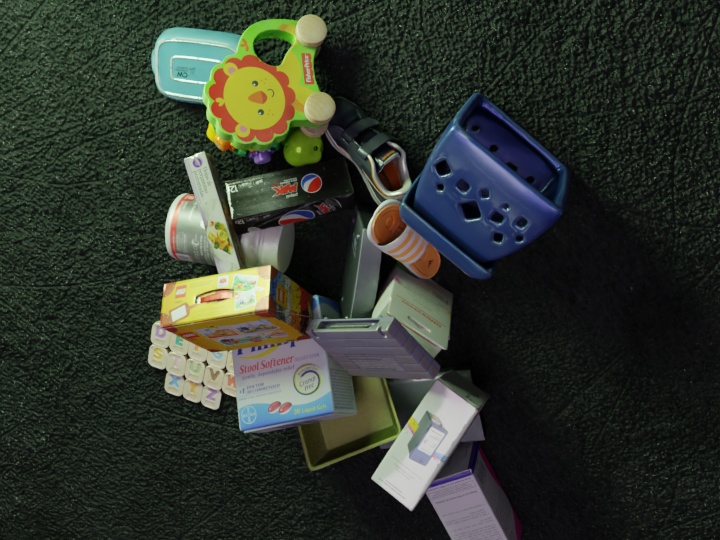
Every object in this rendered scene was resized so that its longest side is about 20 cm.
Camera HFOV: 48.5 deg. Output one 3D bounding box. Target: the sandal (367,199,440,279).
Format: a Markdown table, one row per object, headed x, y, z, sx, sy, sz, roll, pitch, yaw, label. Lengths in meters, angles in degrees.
| x | y | z | sx | sy | sz | roll | pitch | yaw | label |
| --- | --- | --- | --- | --- | --- | --- | --- | --- | --- |
| 0.088 | -0.042 | 1.254 | 0.059 | 0.206 | 0.080 | 23 | 81 | 41 | sandal |

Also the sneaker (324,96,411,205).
| x | y | z | sx | sy | sz | roll | pitch | yaw | label |
| --- | --- | --- | --- | --- | --- | --- | --- | --- | --- |
| 0.016 | -0.193 | 1.247 | 0.078 | 0.079 | 0.201 | -39 | 96 | -20 | sneaker |

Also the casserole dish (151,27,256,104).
| x | y | z | sx | sy | sz | roll | pitch | yaw | label |
| --- | --- | --- | --- | --- | --- | --- | --- | --- | --- |
| -0.258 | -0.328 | 1.305 | 0.198 | 0.039 | 0.122 | 10 | 113 | 12 | casserole dish |

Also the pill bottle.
| x | y | z | sx | sy | sz | roll | pitch | yaw | label |
| --- | --- | --- | --- | --- | --- | --- | --- | --- | --- |
| -0.219 | -0.060 | 1.358 | 0.198 | 0.114 | 0.115 | 10 | 113 | 11 | pill bottle |

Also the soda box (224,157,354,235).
| x | y | z | sx | sy | sz | roll | pitch | yaw | label |
| --- | --- | --- | --- | --- | --- | --- | --- | --- | --- |
| -0.112 | -0.119 | 1.282 | 0.198 | 0.063 | 0.071 | -13 | 70 | -4 | soda box |

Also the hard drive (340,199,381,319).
| x | y | z | sx | sy | sz | roll | pitch | yaw | label |
| --- | --- | --- | --- | --- | --- | --- | --- | --- | --- |
| 0.000 | 0.000 | 1.317 | 0.042 | 0.135 | 0.202 | 4 | 116 | -9 | hard drive |

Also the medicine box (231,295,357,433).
| x | y | z | sx | sy | sz | roll | pitch | yaw | label |
| --- | --- | --- | --- | --- | --- | --- | --- | --- | --- |
| -0.119 | 0.165 | 1.380 | 0.180 | 0.103 | 0.202 | -15 | 75 | 19 | medicine box |

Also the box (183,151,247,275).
| x | y | z | sx | sy | sz | roll | pitch | yaw | label |
| --- | --- | --- | --- | --- | --- | --- | --- | --- | --- |
| -0.232 | -0.089 | 1.283 | 0.038 | 0.041 | 0.202 | -19 | 84 | 9 | box |

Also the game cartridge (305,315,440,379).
| x | y | z | sx | sy | sz | roll | pitch | yaw | label |
| --- | --- | --- | --- | --- | --- | --- | --- | --- | --- |
| 0.018 | 0.121 | 1.242 | 0.199 | 0.039 | 0.130 | -5 | 140 | 49 | game cartridge |

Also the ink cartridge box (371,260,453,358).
| x | y | z | sx | sy | sz | roll | pitch | yaw | label |
| --- | --- | --- | --- | --- | --- | --- | --- | --- | --- |
| 0.082 | 0.073 | 1.276 | 0.117 | 0.200 | 0.068 | 33 | 114 | -6 | ink cartridge box |

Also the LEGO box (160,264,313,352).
| x | y | z | sx | sy | sz | roll | pitch | yaw | label |
| --- | --- | --- | --- | --- | --- | --- | --- | --- | --- |
| -0.197 | 0.066 | 1.292 | 0.198 | 0.149 | 0.078 | -10 | 65 | 22 | LEGO box |

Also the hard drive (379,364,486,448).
| x | y | z | sx | sy | sz | roll | pitch | yaw | label |
| --- | --- | --- | --- | --- | --- | --- | --- | --- | --- |
| 0.115 | 0.246 | 1.433 | 0.198 | 0.033 | 0.141 | -9 | 108 | 18 | hard drive |

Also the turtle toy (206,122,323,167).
| x | y | z | sx | sy | sz | roll | pitch | yaw | label |
| --- | --- | --- | --- | --- | --- | --- | --- | --- | --- |
| -0.151 | -0.227 | 1.268 | 0.198 | 0.102 | 0.146 | 18 | 126 | -19 | turtle toy |

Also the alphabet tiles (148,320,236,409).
| x | y | z | sx | sy | sz | roll | pitch | yaw | label |
| --- | --- | --- | --- | --- | --- | --- | --- | --- | --- |
| -0.311 | 0.170 | 1.528 | 0.198 | 0.015 | 0.197 | 19 | 114 | 8 | alphabet tiles |

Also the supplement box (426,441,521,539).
| x | y | z | sx | sy | sz | roll | pitch | yaw | label |
| --- | --- | --- | --- | --- | --- | --- | --- | --- | --- |
| 0.204 | 0.424 | 1.442 | 0.103 | 0.101 | 0.201 | -24 | 103 | 22 | supplement box |

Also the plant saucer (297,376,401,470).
| x | y | z | sx | sy | sz | roll | pitch | yaw | label |
| --- | --- | --- | --- | --- | --- | --- | --- | --- | --- |
| -0.026 | 0.228 | 1.416 | 0.198 | 0.048 | 0.202 | -26 | 69 | 25 | plant saucer |

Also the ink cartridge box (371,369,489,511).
| x | y | z | sx | sy | sz | roll | pitch | yaw | label |
| --- | --- | --- | --- | --- | --- | --- | --- | --- | --- |
| 0.119 | 0.272 | 1.314 | 0.087 | 0.145 | 0.201 | 36 | 99 | 13 | ink cartridge box |

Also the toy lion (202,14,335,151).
| x | y | z | sx | sy | sz | roll | pitch | yaw | label |
| --- | --- | --- | --- | --- | --- | --- | --- | --- | --- |
| -0.140 | -0.278 | 1.191 | 0.190 | 0.069 | 0.202 | -3 | 78 | -16 | toy lion |

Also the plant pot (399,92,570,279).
| x | y | z | sx | sy | sz | roll | pitch | yaw | label |
| --- | --- | --- | --- | --- | --- | --- | --- | --- | --- |
| 0.177 | -0.118 | 1.188 | 0.199 | 0.200 | 0.180 | 39 | 121 | -3 | plant pot |
